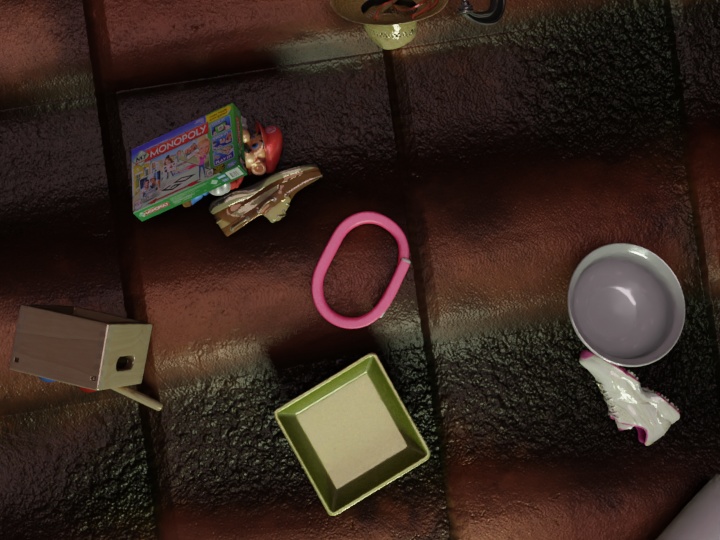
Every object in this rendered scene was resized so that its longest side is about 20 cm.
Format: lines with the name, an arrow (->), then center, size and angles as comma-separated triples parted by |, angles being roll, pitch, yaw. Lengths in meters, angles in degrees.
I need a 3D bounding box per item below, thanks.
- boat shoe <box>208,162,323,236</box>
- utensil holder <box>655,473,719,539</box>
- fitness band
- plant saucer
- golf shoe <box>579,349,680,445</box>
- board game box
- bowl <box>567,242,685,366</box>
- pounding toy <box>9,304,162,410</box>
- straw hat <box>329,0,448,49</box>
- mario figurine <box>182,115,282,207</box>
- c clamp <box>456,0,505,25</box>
boat shoe -> -0.151, -0.117, 1.598 | 0.197, 0.076, 0.075 | -22, 96, 6
utensil holder -> 0.580, 0.462, 1.572 | 0.170, 0.170, 0.200 | 44, 87, -1
fitness band -> 0.000, 0.000, 1.616 | 0.142, 0.037, 0.202 | 28, 88, -2
plant saucer -> -0.014, 0.270, 1.609 | 0.198, 0.048, 0.202 | -30, 91, -2
golf shoe -> 0.439, 0.214, 1.615 | 0.199, 0.075, 0.092 | 37, 92, 0
board game box -> -0.279, -0.175, 1.548 | 0.197, 0.029, 0.136 | -22, 55, 15
bowl -> 0.427, 0.064, 1.596 | 0.197, 0.090, 0.205 | 1, 76, -5
pounding toy -> -0.425, 0.143, 1.541 | 0.181, 0.200, 0.145 | 11, 89, 12
straw hat -> 0.049, -0.415, 1.592 | 0.197, 0.203, 0.086 | -8, 134, -2
mario figurine -> -0.221, -0.190, 1.576 | 0.198, 0.106, 0.125 | -26, 89, 0
c clamp -> 0.176, -0.499, 1.582 | 0.170, 0.027, 0.203 | -27, 108, -40
